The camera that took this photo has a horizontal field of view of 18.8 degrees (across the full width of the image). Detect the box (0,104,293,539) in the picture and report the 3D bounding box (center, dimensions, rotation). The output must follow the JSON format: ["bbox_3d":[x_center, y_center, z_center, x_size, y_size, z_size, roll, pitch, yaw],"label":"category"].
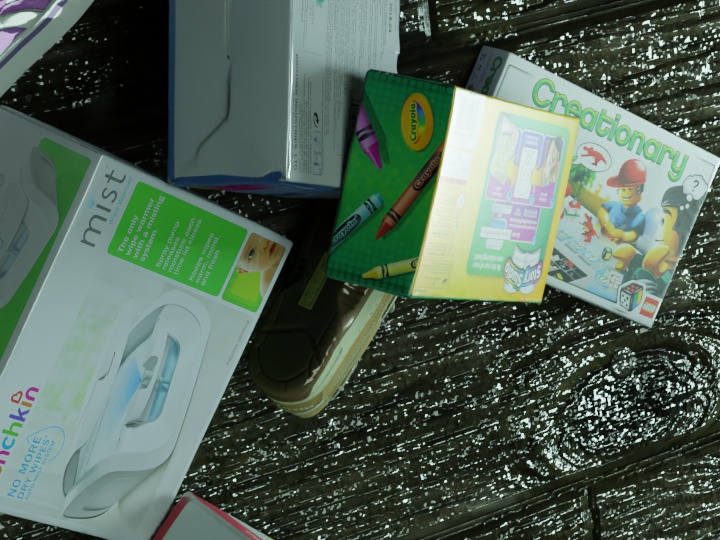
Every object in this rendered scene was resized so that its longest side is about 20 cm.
[{"bbox_3d":[-0.160,0.034,1.210,0.176,0.097,0.200,26,89,-54],"label":"box"}]

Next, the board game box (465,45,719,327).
[{"bbox_3d":[0.137,-0.052,1.431,0.200,0.035,0.126,21,91,-34],"label":"board game box"}]

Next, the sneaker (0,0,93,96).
[{"bbox_3d":[-0.212,-0.161,1.163,0.201,0.073,0.114,-50,120,-10],"label":"sneaker"}]

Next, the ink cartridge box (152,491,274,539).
[{"bbox_3d":[-0.073,0.235,1.306,0.145,0.083,0.200,-57,150,-4],"label":"ink cartridge box"}]

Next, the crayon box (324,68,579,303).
[{"bbox_3d":[0.058,-0.045,1.271,0.200,0.058,0.119,4,98,-64],"label":"crayon box"}]

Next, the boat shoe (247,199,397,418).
[{"bbox_3d":[0.000,0.000,1.351,0.200,0.072,0.076,-56,151,-10],"label":"boat shoe"}]

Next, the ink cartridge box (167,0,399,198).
[{"bbox_3d":[-0.034,-0.110,1.233,0.200,0.076,0.137,2,90,-67],"label":"ink cartridge box"}]
